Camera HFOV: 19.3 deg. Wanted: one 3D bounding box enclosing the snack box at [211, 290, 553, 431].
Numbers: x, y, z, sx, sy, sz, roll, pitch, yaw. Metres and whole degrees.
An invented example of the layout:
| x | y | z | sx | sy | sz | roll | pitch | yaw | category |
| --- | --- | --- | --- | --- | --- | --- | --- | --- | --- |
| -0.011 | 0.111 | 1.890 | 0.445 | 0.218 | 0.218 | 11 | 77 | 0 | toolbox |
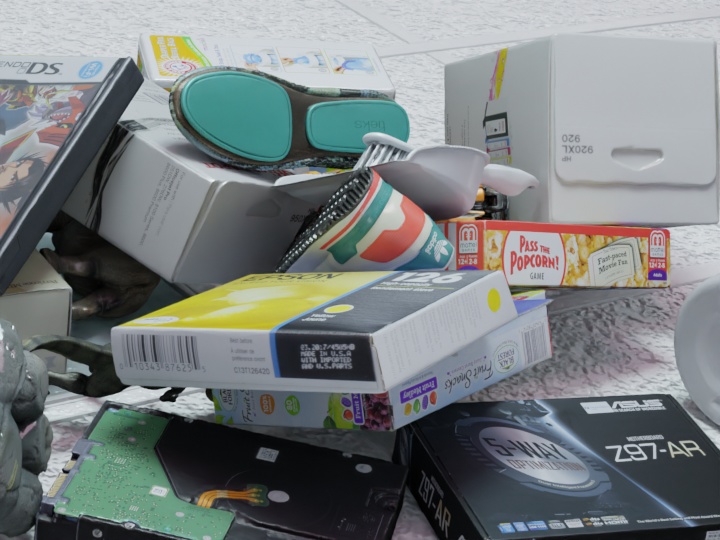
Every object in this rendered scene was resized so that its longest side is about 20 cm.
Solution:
| x | y | z | sx | sy | sz | roll | pitch | yaw | category |
| --- | --- | --- | --- | --- | --- | --- | --- | --- | --- |
| 0.016 | 0.057 | 1.403 | 0.142 | 0.053 | 0.200 | -2 | 10 | 36 | snack box |

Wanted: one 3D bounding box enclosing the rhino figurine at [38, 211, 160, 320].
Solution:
| x | y | z | sx | sy | sz | roll | pitch | yaw | category |
| --- | --- | --- | --- | --- | --- | --- | --- | --- | --- |
| -0.209 | -0.022 | 1.557 | 0.087 | 0.060 | 0.200 | -6 | 28 | -22 | rhino figurine |

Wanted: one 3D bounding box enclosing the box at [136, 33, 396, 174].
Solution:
| x | y | z | sx | sy | sz | roll | pitch | yaw | category |
| --- | --- | --- | --- | --- | --- | --- | --- | --- | --- |
| -0.084 | -0.123 | 1.741 | 0.200 | 0.113 | 0.101 | 2 | 28 | -13 | box |

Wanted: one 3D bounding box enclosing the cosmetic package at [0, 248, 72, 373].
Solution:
| x | y | z | sx | sy | sz | roll | pitch | yaw | category |
| --- | --- | --- | --- | --- | --- | --- | --- | --- | --- |
| -0.284 | 0.005 | 1.462 | 0.105 | 0.071 | 0.200 | -9 | 31 | -31 | cosmetic package |

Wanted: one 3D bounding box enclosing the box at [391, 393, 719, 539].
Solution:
| x | y | z | sx | sy | sz | roll | pitch | yaw | category |
| --- | --- | --- | --- | --- | --- | --- | --- | --- | --- |
| 0.139 | 0.139 | 1.349 | 0.200 | 0.044 | 0.160 | -1 | 27 | -19 | box |

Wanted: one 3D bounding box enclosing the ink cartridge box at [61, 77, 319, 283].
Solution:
| x | y | z | sx | sy | sz | roll | pitch | yaw | category |
| --- | --- | --- | --- | --- | --- | --- | --- | --- | --- |
| -0.149 | -0.071 | 1.526 | 0.200 | 0.084 | 0.145 | 32 | 16 | 28 | ink cartridge box |

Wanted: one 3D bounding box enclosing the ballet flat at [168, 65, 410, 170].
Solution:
| x | y | z | sx | sy | sz | roll | pitch | yaw | category |
| --- | --- | --- | --- | --- | --- | --- | --- | --- | --- |
| -0.060 | -0.101 | 1.499 | 0.200 | 0.074 | 0.074 | 8 | 22 | -35 | ballet flat |

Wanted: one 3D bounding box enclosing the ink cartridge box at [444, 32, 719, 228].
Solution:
| x | y | z | sx | sy | sz | roll | pitch | yaw | category |
| --- | --- | --- | --- | --- | --- | --- | --- | --- | --- |
| 0.170 | -0.102 | 1.659 | 0.147 | 0.145 | 0.200 | -1 | -1 | -21 | ink cartridge box |

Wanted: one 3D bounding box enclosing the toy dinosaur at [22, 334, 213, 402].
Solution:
| x | y | z | sx | sy | sz | roll | pitch | yaw | category |
| --- | --- | --- | --- | --- | --- | --- | --- | --- | --- |
| -0.165 | 0.064 | 1.374 | 0.200 | 0.048 | 0.088 | 10 | -16 | -40 | toy dinosaur |

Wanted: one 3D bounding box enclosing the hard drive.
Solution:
| x | y | z | sx | sy | sz | roll | pitch | yaw | category |
| --- | --- | --- | --- | --- | --- | --- | --- | --- | --- |
| -0.081 | 0.144 | 1.278 | 0.200 | 0.038 | 0.140 | 12 | 26 | 6 | hard drive |

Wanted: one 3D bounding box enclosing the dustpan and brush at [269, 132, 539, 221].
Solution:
| x | y | z | sx | sy | sz | roll | pitch | yaw | category |
| --- | --- | --- | --- | --- | --- | --- | --- | --- | --- |
| 0.054 | -0.065 | 1.483 | 0.200 | 0.057 | 0.140 | 19 | -19 | -40 | dustpan and brush |

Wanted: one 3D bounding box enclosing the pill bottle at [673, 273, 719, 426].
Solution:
| x | y | z | sx | sy | sz | roll | pitch | yaw | category |
| --- | --- | --- | --- | --- | --- | --- | --- | --- | --- |
| 0.331 | 0.039 | 1.532 | 0.200 | 0.120 | 0.120 | -17 | 35 | -42 | pill bottle |

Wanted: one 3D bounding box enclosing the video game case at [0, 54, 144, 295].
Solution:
| x | y | z | sx | sy | sz | roll | pitch | yaw | category |
| --- | --- | --- | --- | --- | --- | --- | --- | --- | --- |
| -0.265 | -0.071 | 1.425 | 0.181 | 0.026 | 0.200 | 5 | 50 | 31 | video game case |

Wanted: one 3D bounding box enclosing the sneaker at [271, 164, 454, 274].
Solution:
| x | y | z | sx | sy | sz | roll | pitch | yaw | category |
| --- | --- | --- | --- | --- | --- | --- | --- | --- | --- |
| 0.000 | 0.000 | 1.437 | 0.093 | 0.200 | 0.070 | 34 | 66 | -6 | sneaker |

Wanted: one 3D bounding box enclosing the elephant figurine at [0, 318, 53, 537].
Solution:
| x | y | z | sx | sy | sz | roll | pitch | yaw | category |
| --- | --- | --- | --- | --- | --- | --- | --- | --- | --- |
| -0.289 | 0.100 | 1.233 | 0.200 | 0.155 | 0.142 | 1 | 68 | 7 | elephant figurine |

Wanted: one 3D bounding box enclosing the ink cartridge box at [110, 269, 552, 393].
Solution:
| x | y | z | sx | sy | sz | roll | pitch | yaw | category |
| --- | --- | --- | --- | --- | --- | --- | --- | --- | --- |
| -0.015 | 0.028 | 1.312 | 0.197 | 0.047 | 0.200 | -2 | 15 | 35 | ink cartridge box |

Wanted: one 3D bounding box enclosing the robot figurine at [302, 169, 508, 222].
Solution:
| x | y | z | sx | sy | sz | roll | pitch | yaw | category |
| --- | --- | --- | --- | --- | --- | --- | --- | --- | --- |
| 0.026 | -0.057 | 1.625 | 0.145 | 0.058 | 0.200 | -3 | -2 | -22 | robot figurine |

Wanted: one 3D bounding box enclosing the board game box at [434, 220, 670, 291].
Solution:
| x | y | z | sx | sy | sz | roll | pitch | yaw | category |
| --- | --- | --- | --- | --- | --- | --- | --- | --- | --- |
| 0.103 | -0.008 | 1.532 | 0.200 | 0.046 | 0.151 | 1 | -2 | -44 | board game box |
